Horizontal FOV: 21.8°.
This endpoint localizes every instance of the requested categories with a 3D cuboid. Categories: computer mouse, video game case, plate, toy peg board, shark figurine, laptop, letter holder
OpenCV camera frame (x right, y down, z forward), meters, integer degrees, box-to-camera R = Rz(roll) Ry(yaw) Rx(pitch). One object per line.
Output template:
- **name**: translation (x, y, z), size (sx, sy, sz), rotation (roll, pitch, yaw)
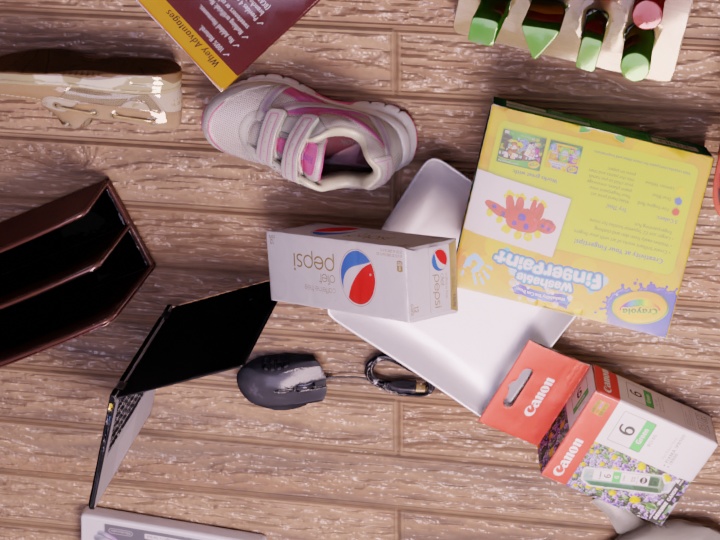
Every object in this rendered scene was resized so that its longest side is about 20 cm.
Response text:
- **computer mouse**: translation (-0.026, 0.111, 1.818), size (0.198, 0.034, 0.059), rotation (-2, 113, 13)
- **video game case**: translation (-0.199, 0.345, 1.971), size (0.198, 0.023, 0.183), rotation (8, 116, 8)
- **plate**: translation (0.098, 0.016, 1.747), size (0.199, 0.032, 0.200), rotation (33, 117, -4)
- **toy peg board**: translation (0.187, -0.261, 1.563), size (0.198, 0.098, 0.201), rotation (14, 117, 5)
- **shark figurine**: translation (0.248, 0.316, 1.826), size (0.128, 0.090, 0.215), rotation (31, 115, -2)
- **laptop**: translation (-0.161, 0.113, 1.761), size (0.115, 0.188, 0.202), rotation (17, 117, 4)
- **letter holder**: translation (-0.319, 0.015, 1.776), size (0.199, 0.142, 0.101), rotation (-20, 109, 20)

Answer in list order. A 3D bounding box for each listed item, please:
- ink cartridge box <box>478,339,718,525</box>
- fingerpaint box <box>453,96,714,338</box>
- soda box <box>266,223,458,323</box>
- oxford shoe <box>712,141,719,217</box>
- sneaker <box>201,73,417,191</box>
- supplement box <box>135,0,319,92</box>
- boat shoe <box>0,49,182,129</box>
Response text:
- **ink cartridge box**: translation (0.223, 0.153, 1.756), size (0.199, 0.050, 0.109), rotation (23, 118, -12)
- **fingerpaint box**: translation (0.193, -0.048, 1.650), size (0.198, 0.073, 0.168), rotation (13, 102, 2)
- **soda box**: translation (0.000, 0.000, 1.679), size (0.199, 0.063, 0.069), rotation (8, 104, 50)
- **oxford shoe**: translation (0.341, -0.139, 1.607), size (0.071, 0.073, 0.202), rotation (15, 98, 9)
- **sneaker**: translation (-0.051, -0.121, 1.684), size (0.198, 0.088, 0.082), rotation (8, 116, 9)
- **supplement box**: translation (-0.102, -0.304, 1.585), size (0.200, 0.133, 0.197), rotation (-38, 102, 25)
- **boat shoe**: translation (-0.263, -0.161, 1.722), size (0.198, 0.071, 0.065), rotation (5, 115, 9)
